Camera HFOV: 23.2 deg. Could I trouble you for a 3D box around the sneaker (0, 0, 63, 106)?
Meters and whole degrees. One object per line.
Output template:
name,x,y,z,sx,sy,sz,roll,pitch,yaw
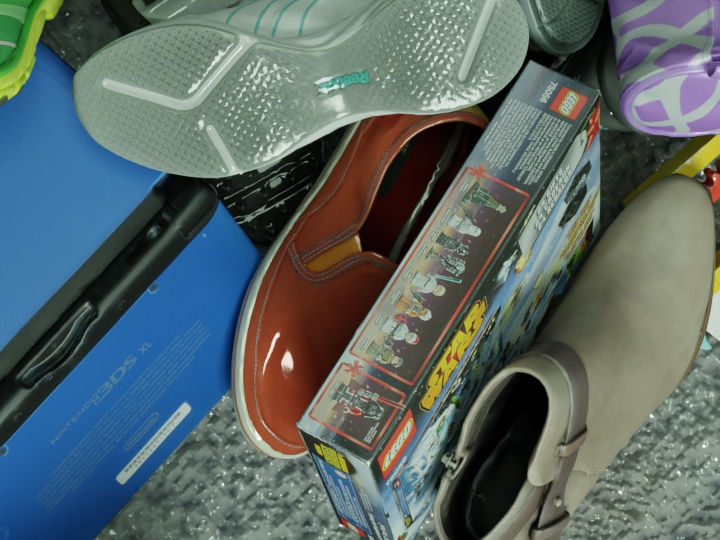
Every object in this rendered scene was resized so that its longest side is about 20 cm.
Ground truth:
sneaker,-0.171,-0.144,0.776,0.074,0.200,0.084,-10,127,4

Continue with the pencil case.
pencil case,0.149,-0.156,0.776,0.084,0.086,0.200,-3,72,3

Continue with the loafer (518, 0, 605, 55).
loafer,0.068,-0.199,0.806,0.072,0.063,0.200,-21,108,-39

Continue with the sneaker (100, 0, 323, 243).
sneaker,-0.076,-0.108,0.847,0.066,0.090,0.200,-30,118,-10

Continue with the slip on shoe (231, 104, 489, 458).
slip on shoe,0.000,0.000,0.819,0.074,0.061,0.200,24,98,-34

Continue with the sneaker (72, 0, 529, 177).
sneaker,-0.027,-0.091,0.783,0.200,0.080,0.071,-10,109,0

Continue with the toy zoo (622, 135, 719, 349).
toy zoo,0.227,-0.032,0.897,0.200,0.020,0.131,-41,105,4

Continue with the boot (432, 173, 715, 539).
boot,0.101,0.047,0.817,0.070,0.146,0.200,23,100,23

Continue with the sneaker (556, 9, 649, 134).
sneaker,0.166,-0.135,0.886,0.200,0.079,0.075,-40,105,-32

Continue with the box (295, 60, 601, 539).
box,0.047,0.021,0.803,0.040,0.137,0.200,27,70,18

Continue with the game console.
game console,-0.158,0.024,0.819,0.118,0.171,0.200,35,78,35

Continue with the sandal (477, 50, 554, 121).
sandal,0.042,-0.053,0.878,0.076,0.043,0.200,19,83,-10
